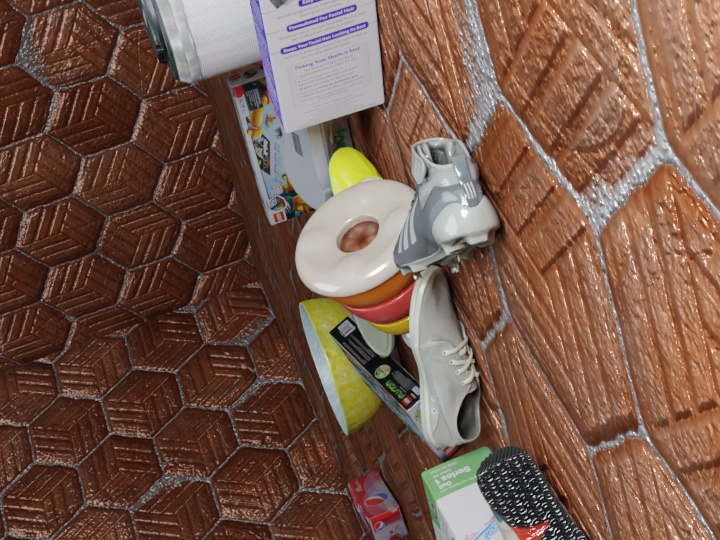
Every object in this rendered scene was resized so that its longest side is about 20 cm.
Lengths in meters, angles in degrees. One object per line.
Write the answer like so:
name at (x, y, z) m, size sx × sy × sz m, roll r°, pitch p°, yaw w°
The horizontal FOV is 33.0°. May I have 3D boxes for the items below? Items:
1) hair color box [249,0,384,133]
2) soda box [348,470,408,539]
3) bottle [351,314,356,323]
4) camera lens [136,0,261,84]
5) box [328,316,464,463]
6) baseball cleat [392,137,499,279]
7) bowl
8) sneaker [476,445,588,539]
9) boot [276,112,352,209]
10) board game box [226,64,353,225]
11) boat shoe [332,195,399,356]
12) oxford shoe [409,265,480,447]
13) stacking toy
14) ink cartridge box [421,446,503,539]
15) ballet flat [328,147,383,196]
hair color box at (-0.043, -0.231, 1.148) m, size 0.201 × 0.109 × 0.065 m, roll 83°, pitch 166°, yaw -55°
soda box at (0.033, 0.472, 2.425) m, size 0.200 × 0.070 × 0.064 m, roll -138°, pitch 29°, yaw -73°
bottle at (-0.010, -0.026, 1.563) m, size 0.084 × 0.065 × 0.201 m, roll 92°, pitch 157°, yaw -63°
camera lens at (-0.131, -0.295, 1.268) m, size 0.160 × 0.199 × 0.161 m, roll 160°, pitch 90°, yaw -82°
box at (0.042, 0.143, 1.491) m, size 0.200 × 0.035 × 0.110 m, roll 41°, pitch 168°, yaw 52°
baseball cleat at (0.068, -0.054, 1.028) m, size 0.200 × 0.069 × 0.107 m, roll 150°, pitch 107°, yaw -72°
bowl at (-0.005, 0.123, 1.732) m, size 0.200 × 0.107 × 0.201 m, roll 160°, pitch 90°, yaw -81°
sneaker at (0.171, 0.251, 1.063) m, size 0.200 × 0.070 × 0.093 m, roll 62°, pitch -174°, yaw 35°
boot at (-0.037, -0.157, 1.372) m, size 0.073 × 0.096 × 0.200 m, roll 37°, pitch 156°, yaw 23°
board game box at (-0.077, -0.162, 1.479) m, size 0.035 × 0.125 × 0.201 m, roll -120°, pitch 13°, yaw -53°
boat shoe at (0.021, -0.002, 1.421) m, size 0.074 × 0.066 × 0.201 m, roll -7°, pitch 103°, yaw 52°
oxford shoe at (0.090, 0.089, 1.225) m, size 0.057 × 0.075 × 0.201 m, roll 6°, pitch 115°, yaw 34°
stacking toy at (0.034, 0.016, 1.271) m, size 0.200 × 0.146 × 0.146 m, roll 55°, pitch -176°, yaw -42°
ink cartridge box at (0.144, 0.306, 1.249) m, size 0.200 × 0.083 × 0.146 m, roll -121°, pitch 14°, yaw -53°
ballet flat at (0.027, -0.043, 1.335) m, size 0.067 × 0.067 × 0.201 m, roll 2°, pitch 115°, yaw 59°
